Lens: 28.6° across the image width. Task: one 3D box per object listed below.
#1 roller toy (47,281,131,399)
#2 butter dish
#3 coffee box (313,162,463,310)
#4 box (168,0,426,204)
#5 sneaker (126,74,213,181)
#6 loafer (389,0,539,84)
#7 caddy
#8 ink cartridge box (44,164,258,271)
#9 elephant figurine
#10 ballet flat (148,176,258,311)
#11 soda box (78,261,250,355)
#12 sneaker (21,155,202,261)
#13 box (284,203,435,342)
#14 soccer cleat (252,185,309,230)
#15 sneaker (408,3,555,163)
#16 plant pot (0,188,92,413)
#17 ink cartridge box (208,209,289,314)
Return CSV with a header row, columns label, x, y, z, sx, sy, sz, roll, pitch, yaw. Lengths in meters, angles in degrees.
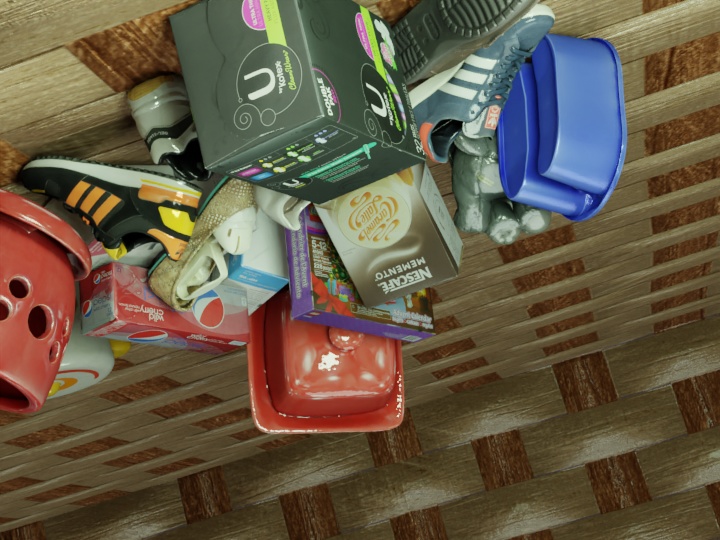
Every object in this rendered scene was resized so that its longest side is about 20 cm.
label,x,y,z,sx,sy,sz,roll,pitch,yaw
roller toy,-0.410,0.094,1.804,0.182,0.140,0.200,-21,165,20
butter dish,-0.031,0.090,1.717,0.199,0.201,0.148,0,165,-15
coffee box,0.020,-0.075,1.512,0.114,0.200,0.080,-21,-158,18
box,-0.051,-0.158,1.244,0.124,0.149,0.200,-21,164,24
sneaker,-0.158,-0.123,1.385,0.075,0.088,0.200,-24,164,23
loafer,0.100,-0.238,1.292,0.071,0.073,0.200,-17,174,-41
caddy,0.218,-0.151,1.474,0.105,0.201,0.141,9,157,-22
ink cartridge box,-0.235,-0.053,1.563,0.200,0.085,0.146,-6,163,-38
elephant figurine,0.153,-0.132,1.625,0.141,0.200,0.156,9,126,-8
ballet flat,-0.150,-0.029,1.482,0.070,0.065,0.200,-17,154,-51
soda box,-0.217,0.044,1.582,0.063,0.070,0.200,-20,158,38
sneaker,-0.255,-0.059,1.396,0.199,0.090,0.070,8,175,20
box,0.000,0.000,1.611,0.200,0.137,0.039,13,153,-44
soccer cleat,-0.031,-0.130,1.398,0.200,0.078,0.069,-52,150,17
sneaker,0.129,-0.183,1.430,0.075,0.085,0.200,3,145,-47
plant pot,-0.377,0.022,1.412,0.200,0.183,0.201,18,161,7
ink cartridge box,-0.149,-0.012,1.709,0.067,0.116,0.200,15,152,-23
